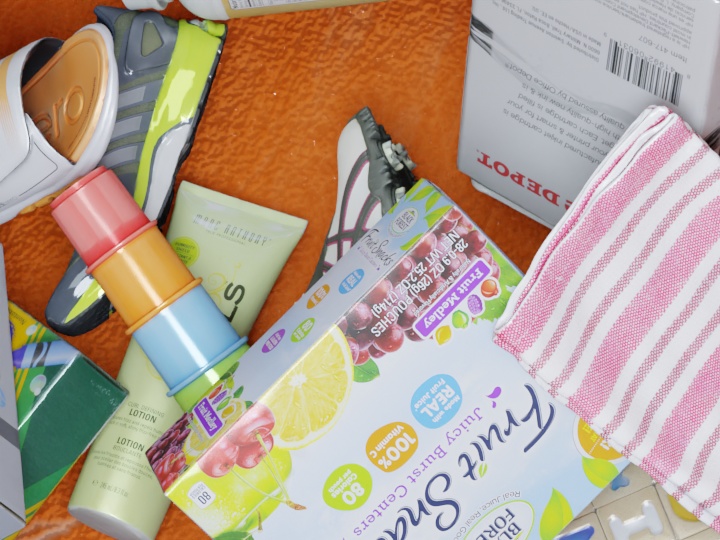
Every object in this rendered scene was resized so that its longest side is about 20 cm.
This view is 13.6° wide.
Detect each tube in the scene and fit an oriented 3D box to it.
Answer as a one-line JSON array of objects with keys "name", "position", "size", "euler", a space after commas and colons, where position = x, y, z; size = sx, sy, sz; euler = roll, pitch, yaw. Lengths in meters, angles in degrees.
[{"name": "tube", "position": [-0.101, 0.049, 1.645], "size": [0.052, 0.058, 0.201], "euler": [-7, 56, 58]}]

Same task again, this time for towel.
[{"name": "towel", "position": [0.172, 0.032, 1.489], "size": [0.147, 0.200, 0.030], "euler": [-54, 23, -10]}]

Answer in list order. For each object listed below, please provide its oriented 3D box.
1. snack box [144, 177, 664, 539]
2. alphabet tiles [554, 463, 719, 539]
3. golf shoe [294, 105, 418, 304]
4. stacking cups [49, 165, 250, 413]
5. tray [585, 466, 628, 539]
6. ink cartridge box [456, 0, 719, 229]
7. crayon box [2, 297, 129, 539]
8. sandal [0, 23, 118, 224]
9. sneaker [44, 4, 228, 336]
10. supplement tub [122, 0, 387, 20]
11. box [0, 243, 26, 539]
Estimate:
[{"name": "snack box", "position": [0.022, 0.085, 1.501], "size": [0.200, 0.169, 0.068], "euler": [-43, 21, 1]}, {"name": "alphabet tiles", "position": [0.106, 0.130, 1.554], "size": [0.166, 0.008, 0.201], "euler": [-24, 65, 6]}, {"name": "golf shoe", "position": [0.000, 0.000, 1.607], "size": [0.088, 0.077, 0.201], "euler": [-21, 51, 15]}, {"name": "stacking cups", "position": [-0.089, 0.034, 1.600], "size": [0.060, 0.061, 0.201], "euler": [-34, 88, 1]}, {"name": "tray", "position": [0.080, 0.132, 1.576], "size": [0.107, 0.022, 0.201], "euler": [13, 74, 20]}, {"name": "ink cartridge box", "position": [0.135, -0.111, 1.549], "size": [0.146, 0.201, 0.084], "euler": [31, 51, 24]}, {"name": "crayon box", "position": [-0.231, 0.110, 1.633], "size": [0.200, 0.052, 0.126], "euler": [-53, 43, -7]}, {"name": "sandal", "position": [-0.206, -0.065, 1.648], "size": [0.206, 0.059, 0.080], "euler": [-36, 54, 39]}, {"name": "sneaker", "position": [-0.141, -0.058, 1.674], "size": [0.081, 0.074, 0.201], "euler": [19, 68, 0]}, {"name": "supplement tub", "position": [-0.037, -0.215, 1.660], "size": [0.199, 0.145, 0.146], "euler": [-6, 69, 6]}, {"name": "box", "position": [-0.255, 0.083, 1.606], "size": [0.155, 0.041, 0.201], "euler": [-28, 44, 18]}]
